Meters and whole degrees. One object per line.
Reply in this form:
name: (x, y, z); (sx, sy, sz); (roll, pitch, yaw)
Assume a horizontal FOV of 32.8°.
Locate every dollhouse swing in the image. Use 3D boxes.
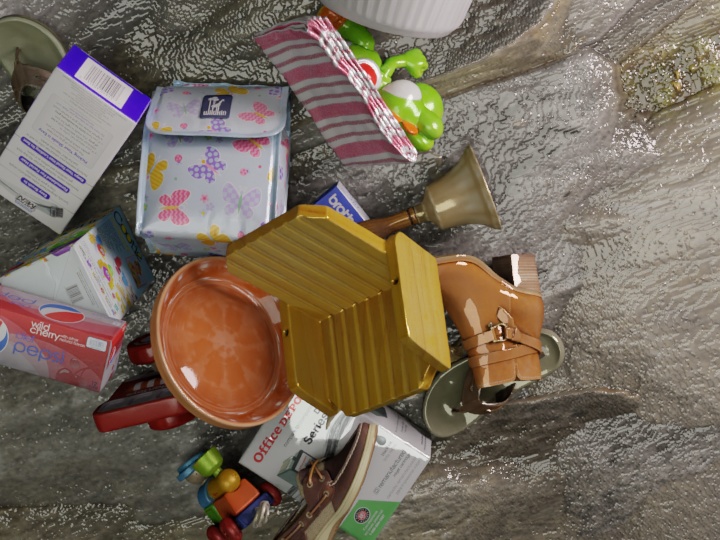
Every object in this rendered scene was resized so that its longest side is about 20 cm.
dollhouse swing: (-0.037, 0.050, 1.350); (0.199, 0.175, 0.184); (-25, 63, 40)

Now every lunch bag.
lunch bag: (-0.168, -0.123, 1.422); (0.167, 0.127, 0.203); (4, 76, 2)

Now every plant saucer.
plant saucer: (-0.154, 0.083, 1.403); (0.032, 0.200, 0.201); (-27, 103, 45)

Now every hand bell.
hand bell: (0.055, -0.060, 1.429); (0.198, 0.104, 0.105); (-22, 102, 3)

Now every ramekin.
ramekin: (0.038, -0.327, 1.334); (0.200, 0.203, 0.095); (16, 118, 0)

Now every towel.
towel: (-0.031, -0.195, 1.382); (0.030, 0.146, 0.201); (-45, 113, -21)

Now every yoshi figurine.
yoshi figurine: (0.022, -0.218, 1.423); (0.200, 0.113, 0.112); (45, 62, 7)

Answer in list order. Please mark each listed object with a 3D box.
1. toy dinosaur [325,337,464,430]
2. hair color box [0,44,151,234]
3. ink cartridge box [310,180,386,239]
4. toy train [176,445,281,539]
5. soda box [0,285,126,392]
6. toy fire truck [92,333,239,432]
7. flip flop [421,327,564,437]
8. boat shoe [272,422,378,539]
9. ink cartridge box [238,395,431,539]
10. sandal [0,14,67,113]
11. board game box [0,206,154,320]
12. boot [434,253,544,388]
toy dinosaur: (0.031, 0.108, 1.446); (0.198, 0.058, 0.102); (-26, 86, -5)
hair color box: (-0.340, -0.149, 1.421); (0.109, 0.065, 0.200); (35, 122, -13)
ink cartridge box: (0.000, 0.000, 1.488); (0.094, 0.044, 0.201); (-37, 98, 10)
toy train: (-0.159, 0.263, 1.499); (0.084, 0.200, 0.116); (-39, 88, -27)
soda box: (-0.357, 0.065, 1.309); (0.198, 0.070, 0.064); (16, 106, -1)
toy fire truck: (-0.208, 0.140, 1.473); (0.197, 0.168, 0.114); (-12, 103, 7)
flip flop: (0.161, 0.139, 1.504); (0.199, 0.058, 0.082); (-29, 100, 10)
boat shoe: (-0.045, 0.259, 1.456); (0.071, 0.072, 0.201); (27, 111, -4)
ink cartridge box: (-0.032, 0.222, 1.524); (0.199, 0.084, 0.147); (32, 103, -4)
sandal: (-0.374, -0.209, 1.455); (0.079, 0.057, 0.203); (-22, 104, 13)
board game box: (-0.329, 0.011, 1.433); (0.102, 0.200, 0.106); (-23, 102, 9)
boot: (0.130, 0.061, 1.437); (0.197, 0.074, 0.157); (-2, 85, -18)
